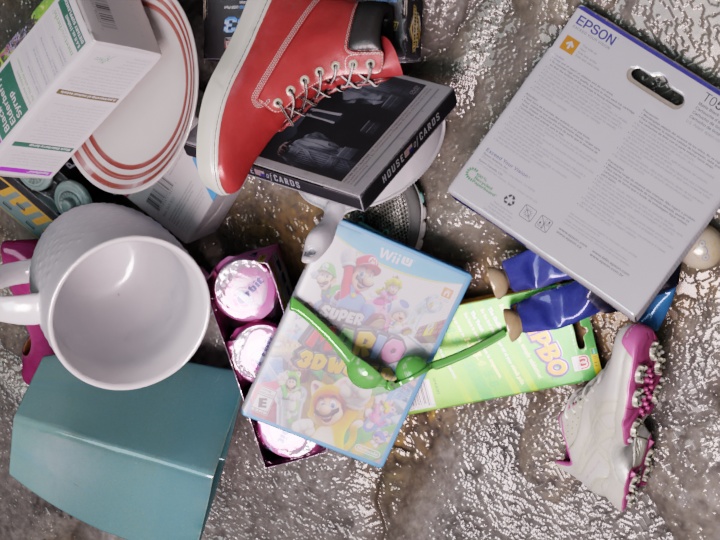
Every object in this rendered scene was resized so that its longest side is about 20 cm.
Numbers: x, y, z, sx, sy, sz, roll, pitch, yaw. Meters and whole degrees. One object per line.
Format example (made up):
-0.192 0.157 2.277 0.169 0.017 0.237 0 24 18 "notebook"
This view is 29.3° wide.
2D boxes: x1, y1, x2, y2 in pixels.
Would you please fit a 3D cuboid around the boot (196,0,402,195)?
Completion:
-0.046 -0.146 1.151 0.144 0.072 0.200 14 73 16 "boot"

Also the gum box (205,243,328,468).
-0.087 0.074 1.320 0.066 0.114 0.200 -17 99 3 "gum box"

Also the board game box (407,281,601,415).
0.117 0.072 1.277 0.200 0.030 0.096 -12 100 17 "board game box"

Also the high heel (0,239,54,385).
-0.346 0.042 1.426 0.096 0.067 0.200 19 127 -16 "high heel"

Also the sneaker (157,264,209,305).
-0.232 0.052 1.406 0.200 0.080 0.088 -44 78 28 "sneaker"

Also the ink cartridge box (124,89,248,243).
-0.205 -0.134 1.342 0.200 0.068 0.115 38 113 9 "ink cartridge box"

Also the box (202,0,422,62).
-0.043 -0.285 1.226 0.200 0.050 0.199 3 97 21 "box"

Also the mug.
-0.258 0.014 1.274 0.200 0.175 0.148 -7 112 -22 "mug"

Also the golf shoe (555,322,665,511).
0.216 0.125 1.222 0.092 0.075 0.200 22 131 28 "golf shoe"

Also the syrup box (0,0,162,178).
-0.275 -0.171 1.247 0.200 0.081 0.079 -39 64 34 "syrup box"

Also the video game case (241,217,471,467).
-0.004 0.066 1.249 0.143 0.018 0.200 23 98 -12 "video game case"

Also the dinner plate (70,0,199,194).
-0.210 -0.169 1.259 0.200 0.024 0.200 0 91 39 "dinner plate"

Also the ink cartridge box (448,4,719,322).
0.210 -0.092 1.172 0.200 0.041 0.200 36 92 15 "ink cartridge box"

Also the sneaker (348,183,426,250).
0.000 0.000 1.283 0.078 0.091 0.200 25 113 14 "sneaker"

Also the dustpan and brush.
-0.014 -0.077 1.216 0.140 0.200 0.057 5 122 21 "dustpan and brush"

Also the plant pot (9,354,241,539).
-0.233 0.166 1.351 0.200 0.141 0.141 16 131 -1 "plant pot"

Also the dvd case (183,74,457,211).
-0.037 -0.131 1.213 0.200 0.150 0.025 19 145 31 "dvd case"

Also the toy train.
-0.325 -0.091 1.403 0.200 0.085 0.114 39 129 5 "toy train"

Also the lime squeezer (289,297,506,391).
0.030 0.075 1.236 0.200 0.038 0.071 8 69 -10 "lime squeezer"

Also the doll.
0.219 0.005 1.205 0.200 0.048 0.137 -18 91 12 "doll"
